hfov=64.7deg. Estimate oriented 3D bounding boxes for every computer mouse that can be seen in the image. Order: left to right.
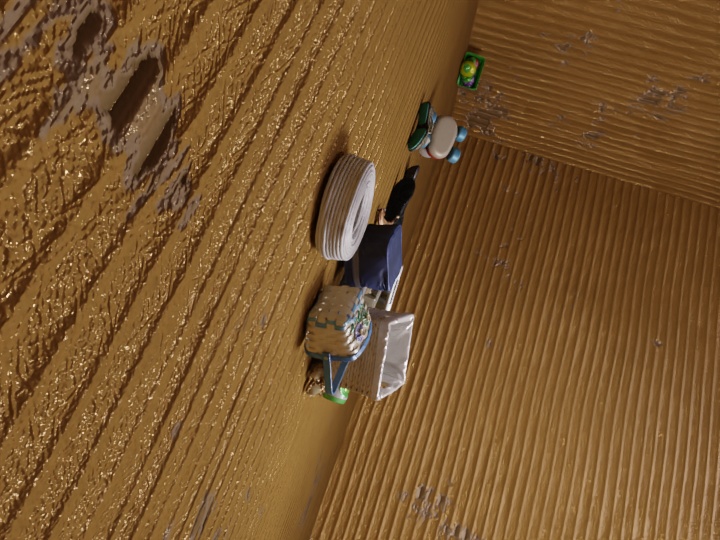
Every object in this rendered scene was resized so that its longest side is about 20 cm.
[{"bbox_3d":[0.183,-0.335,2.261,0.200,0.046,0.142,97,16,-78],"label":"computer mouse"}]

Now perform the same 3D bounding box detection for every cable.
[{"bbox_3d":[-0.027,-0.116,1.070,0.200,0.068,0.202,-51,157,-71],"label":"cable"}]

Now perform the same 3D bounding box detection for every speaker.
[{"bbox_3d":[-0.055,0.315,1.808,0.088,0.087,0.203,60,48,-80],"label":"speaker"}]

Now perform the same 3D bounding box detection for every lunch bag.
[{"bbox_3d":[0.027,-0.040,1.435,0.200,0.130,0.138,-54,145,-64],"label":"lunch bag"}]

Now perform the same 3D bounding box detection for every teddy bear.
[{"bbox_3d":[-0.094,0.248,1.501,0.201,0.066,0.146,-56,154,-44],"label":"teddy bear"}]

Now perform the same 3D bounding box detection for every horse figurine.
[{"bbox_3d":[0.067,-0.108,1.842,0.132,0.050,0.202,-22,136,-65],"label":"horse figurine"}]

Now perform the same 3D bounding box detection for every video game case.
[{"bbox_3d":[0.075,0.045,2.000,0.200,0.023,0.184,35,-69,63],"label":"video game case"}]

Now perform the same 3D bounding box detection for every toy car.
[{"bbox_3d":[0.296,-0.533,2.323,0.200,0.182,0.179,3,-106,68],"label":"toy car"}]

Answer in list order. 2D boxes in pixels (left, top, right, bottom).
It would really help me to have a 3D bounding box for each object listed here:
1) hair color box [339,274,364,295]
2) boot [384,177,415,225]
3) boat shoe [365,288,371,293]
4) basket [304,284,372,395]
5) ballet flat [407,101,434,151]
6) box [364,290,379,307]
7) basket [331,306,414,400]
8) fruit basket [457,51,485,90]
[{"bbox_3d":[0.000,0.000,1.580,0.099,0.060,0.202,97,14,-56],"label":"hair color box"},{"bbox_3d":[0.138,-0.222,2.050,0.200,0.073,0.163,-64,169,-8],"label":"boot"},{"bbox_3d":[0.021,0.023,1.752,0.200,0.068,0.076,-59,165,-62],"label":"boat shoe"},{"bbox_3d":[-0.048,0.149,1.256,0.177,0.137,0.202,-65,160,-50],"label":"basket"},{"bbox_3d":[0.228,-0.503,2.035,0.075,0.067,0.203,29,73,-45],"label":"ballet flat"},{"bbox_3d":[0.031,0.051,1.856,0.201,0.081,0.069,-65,170,-52],"label":"box"},{"bbox_3d":[0.026,0.199,1.460,0.198,0.159,0.203,-6,106,-66],"label":"basket"},{"bbox_3d":[0.676,-1.232,3.500,0.216,0.153,0.219,-165,-90,-80],"label":"fruit basket"}]
